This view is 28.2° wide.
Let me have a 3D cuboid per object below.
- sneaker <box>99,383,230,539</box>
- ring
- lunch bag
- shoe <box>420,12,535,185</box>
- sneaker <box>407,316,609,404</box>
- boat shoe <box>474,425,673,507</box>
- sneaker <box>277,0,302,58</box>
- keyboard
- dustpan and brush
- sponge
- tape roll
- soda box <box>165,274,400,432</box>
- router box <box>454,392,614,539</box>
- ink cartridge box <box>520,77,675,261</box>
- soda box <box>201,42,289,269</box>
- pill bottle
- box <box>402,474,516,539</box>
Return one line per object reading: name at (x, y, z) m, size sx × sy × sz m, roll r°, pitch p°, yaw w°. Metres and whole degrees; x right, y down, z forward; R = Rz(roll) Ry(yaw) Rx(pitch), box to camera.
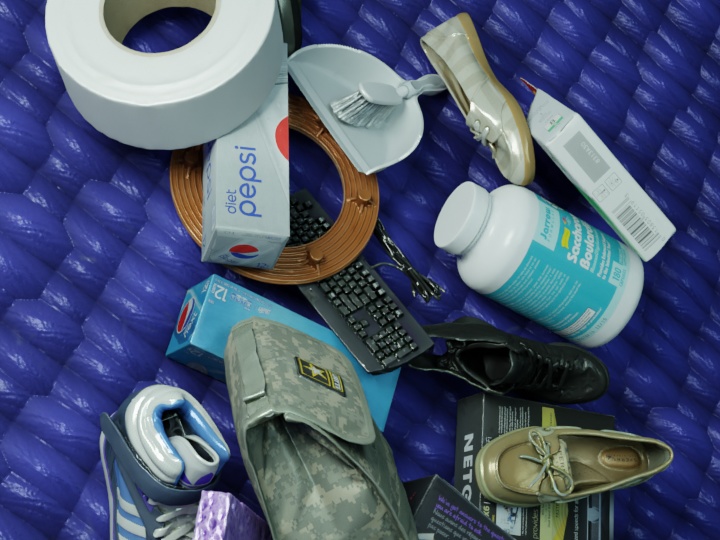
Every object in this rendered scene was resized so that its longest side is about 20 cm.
sneaker at (-0.147, 0.191, 1.145) m, size 0.080 × 0.146 × 0.203 m, roll -12°, pitch 81°, yaw -31°
ring at (-0.075, -0.081, 1.304) m, size 0.197 × 0.019 × 0.203 m, roll 8°, pitch 61°, yaw -14°
lunch bag at (-0.040, 0.144, 1.162) m, size 0.116 × 0.164 × 0.202 m, roll -27°, pitch 116°, yaw 3°
shoe at (0.115, -0.163, 1.406) m, size 0.053 × 0.070 × 0.202 m, roll -17°, pitch 62°, yaw -10°
sneaker at (0.141, 0.090, 1.343) m, size 0.197 × 0.104 × 0.061 m, roll 19°, pitch 102°, yaw 1°
boat shoe at (0.198, 0.176, 1.330) m, size 0.197 × 0.063 × 0.074 m, roll -5°, pitch 79°, yaw -29°
sneaker at (-0.057, -0.299, 1.371) m, size 0.113 × 0.076 × 0.202 m, roll -3°, pitch 73°, yaw -23°
keyboard at (0.000, 0.000, 1.307) m, size 0.126 × 0.021 × 0.201 m, roll -25°, pitch 65°, yaw -35°
dustpan and brush at (0.027, -0.167, 1.388) m, size 0.140 × 0.057 × 0.199 m, roll 55°, pitch 26°, yaw 11°
sponge at (-0.097, 0.254, 1.145) m, size 0.029 × 0.200 × 0.113 m, roll 5°, pitch 69°, yaw 16°
tape roll at (-0.166, -0.208, 1.232) m, size 0.199 × 0.071 × 0.205 m, roll -2°, pitch 62°, yaw 3°
soda box at (-0.067, 0.080, 1.270) m, size 0.198 × 0.064 × 0.069 m, roll 26°, pitch 66°, yaw -21°
router box at (0.166, 0.229, 1.367) m, size 0.155 × 0.052 × 0.203 m, roll 13°, pitch 71°, yaw -25°
ink cartridge box at (0.220, -0.105, 1.427) m, size 0.050 × 0.200 × 0.161 m, roll -43°, pitch 109°, yaw 4°
soda box at (-0.101, -0.106, 1.259) m, size 0.067 × 0.064 × 0.203 m, roll 7°, pitch 61°, yaw -16°
pill bottle at (0.171, -0.011, 1.401) m, size 0.198 × 0.110 × 0.112 m, roll 27°, pitch 65°, yaw -21°
box at (0.029, 0.291, 1.232) m, size 0.106 × 0.122 × 0.201 m, roll 40°, pitch 60°, yaw -14°
